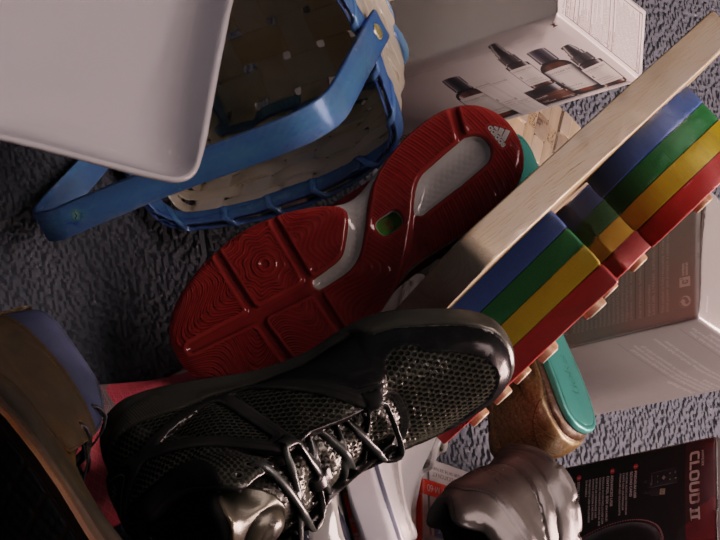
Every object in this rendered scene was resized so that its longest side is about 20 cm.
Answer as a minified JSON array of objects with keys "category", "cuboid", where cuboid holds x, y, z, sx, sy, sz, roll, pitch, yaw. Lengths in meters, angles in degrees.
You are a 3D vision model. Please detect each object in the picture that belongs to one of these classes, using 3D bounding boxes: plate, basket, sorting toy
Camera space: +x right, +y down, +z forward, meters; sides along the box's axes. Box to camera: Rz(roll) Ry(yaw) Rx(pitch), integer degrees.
[{"category":"plate","cuboid":[-0.159,-0.138,1.200,0.199,0.032,0.200,12,60,-4]},{"category":"basket","cuboid":[-0.061,-0.089,1.264,0.140,0.176,0.200,65,28,-16]},{"category":"sorting toy","cuboid":[0.101,-0.010,1.257,0.070,0.199,0.200,47,60,4]}]

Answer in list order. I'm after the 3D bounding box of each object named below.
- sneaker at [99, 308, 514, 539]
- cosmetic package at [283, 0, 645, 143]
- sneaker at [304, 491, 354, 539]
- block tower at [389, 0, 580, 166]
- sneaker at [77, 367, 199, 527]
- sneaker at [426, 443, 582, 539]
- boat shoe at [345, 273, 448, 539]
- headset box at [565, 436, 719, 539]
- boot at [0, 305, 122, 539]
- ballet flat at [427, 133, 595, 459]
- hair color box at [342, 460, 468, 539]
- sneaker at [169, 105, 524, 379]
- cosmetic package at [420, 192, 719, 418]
[{"category":"sneaker","cuboid":[-0.018,0.086,1.137,0.114,0.198,0.076,-108,-177,-55]},{"category":"cosmetic package","cuboid":[0.054,-0.118,1.396,0.082,0.199,0.051,33,54,-40]},{"category":"sneaker","cuboid":[-0.064,0.153,1.262,0.199,0.129,0.080,-150,-137,-90]},{"category":"block tower","cuboid":[0.053,-0.117,1.515,0.200,0.058,0.054,41,49,-33]},{"category":"sneaker","cuboid":[-0.090,0.077,1.240,0.200,0.087,0.074,-20,93,-52]},{"category":"sneaker","cuboid":[0.077,0.198,1.322,0.091,0.076,0.201,-16,94,-43]},{"category":"boat shoe","cuboid":[0.019,0.072,1.340,0.074,0.065,0.201,74,7,-48]},{"category":"headset box","cuboid":[0.158,0.186,1.421,0.075,0.199,0.149,24,59,-45]},{"category":"boot","cuboid":[-0.135,0.082,1.121,0.097,0.075,0.200,-16,54,-46]},{"category":"ballet flat","cuboid":[0.077,0.018,1.397,0.068,0.072,0.201,26,45,-52]},{"category":"hair color box","cuboid":[0.046,0.214,1.383,0.111,0.064,0.201,22,63,-47]},{"category":"sneaker","cuboid":[0.000,0.000,1.270,0.079,0.199,0.116,60,0,12]},{"category":"cosmetic package","cuboid":[0.139,0.028,1.455,0.107,0.199,0.091,31,58,-47]}]
